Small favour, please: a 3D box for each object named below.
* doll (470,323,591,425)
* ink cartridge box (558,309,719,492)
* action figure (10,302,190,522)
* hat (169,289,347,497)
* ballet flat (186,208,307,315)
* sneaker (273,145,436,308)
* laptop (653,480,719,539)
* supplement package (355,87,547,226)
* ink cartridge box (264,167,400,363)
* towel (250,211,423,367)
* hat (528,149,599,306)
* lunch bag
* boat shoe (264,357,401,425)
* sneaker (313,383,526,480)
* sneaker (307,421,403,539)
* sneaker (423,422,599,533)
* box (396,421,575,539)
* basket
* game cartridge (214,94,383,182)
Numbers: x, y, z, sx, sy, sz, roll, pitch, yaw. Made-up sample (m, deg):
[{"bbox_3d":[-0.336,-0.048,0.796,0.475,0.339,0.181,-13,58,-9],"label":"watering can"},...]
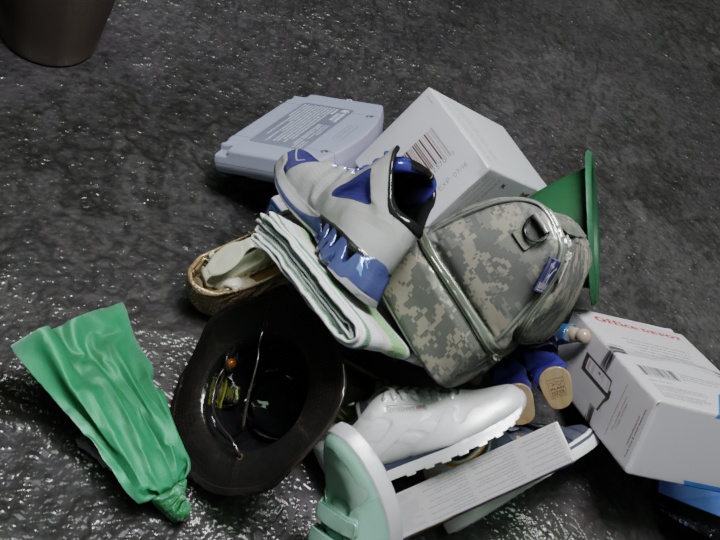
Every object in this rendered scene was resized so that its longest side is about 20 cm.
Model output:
[{"bbox_3d":[0.173,0.088,1.123,0.200,0.135,0.049,-93,159,-73],"label":"doll"},{"bbox_3d":[0.302,0.130,1.119,0.144,0.085,0.200,14,19,-18],"label":"ink cartridge box"},{"bbox_3d":[-0.207,0.132,0.951,0.118,0.055,0.201,-24,73,-40],"label":"action figure"},{"bbox_3d":[-0.075,0.117,0.971,0.081,0.200,0.202,32,35,-45],"label":"hat"},{"bbox_3d":[-0.082,-0.020,1.060,0.199,0.065,0.071,-31,66,0],"label":"ballet flat"},{"bbox_3d":[0.006,-0.061,0.957,0.080,0.115,0.200,40,9,-38],"label":"sneaker"},{"bbox_3d":[0.404,0.234,1.122,0.176,0.200,0.104,21,88,-7],"label":"laptop"},{"bbox_3d":[0.108,-0.098,1.192,0.118,0.117,0.199,55,21,23],"label":"supplement package"},{"bbox_3d":[0.000,0.000,1.143,0.136,0.077,0.200,-22,63,-36],"label":"ink cartridge box"},{"bbox_3d":[-0.009,0.028,0.967,0.150,0.031,0.200,51,10,24],"label":"towel"},{"bbox_3d":[0.166,-0.039,1.180,0.174,0.168,0.200,-3,11,15],"label":"hat"},{"bbox_3d":[0.125,0.006,0.999,0.140,0.167,0.200,57,16,12],"label":"lunch bag"},{"bbox_3d":[-0.011,0.118,1.048,0.200,0.063,0.073,33,46,3],"label":"boat shoe"},{"bbox_3d":[0.052,0.136,0.986,0.198,0.076,0.081,-22,84,4],"label":"sneaker"},{"bbox_3d":[-0.030,0.231,0.879,0.117,0.074,0.203,-15,105,-29],"label":"sneaker"},{"bbox_3d":[0.147,0.177,1.062,0.199,0.078,0.080,-20,73,-35],"label":"sneaker"},{"bbox_3d":[0.094,0.195,0.980,0.198,0.039,0.042,-25,74,0],"label":"box"},{"bbox_3d":[-0.321,-0.332,1.178,0.179,0.201,0.137,-18,62,-34],"label":"basket"},{"bbox_3d":[-0.056,-0.144,1.208,0.132,0.041,0.200,9,29,24],"label":"game cartridge"}]
